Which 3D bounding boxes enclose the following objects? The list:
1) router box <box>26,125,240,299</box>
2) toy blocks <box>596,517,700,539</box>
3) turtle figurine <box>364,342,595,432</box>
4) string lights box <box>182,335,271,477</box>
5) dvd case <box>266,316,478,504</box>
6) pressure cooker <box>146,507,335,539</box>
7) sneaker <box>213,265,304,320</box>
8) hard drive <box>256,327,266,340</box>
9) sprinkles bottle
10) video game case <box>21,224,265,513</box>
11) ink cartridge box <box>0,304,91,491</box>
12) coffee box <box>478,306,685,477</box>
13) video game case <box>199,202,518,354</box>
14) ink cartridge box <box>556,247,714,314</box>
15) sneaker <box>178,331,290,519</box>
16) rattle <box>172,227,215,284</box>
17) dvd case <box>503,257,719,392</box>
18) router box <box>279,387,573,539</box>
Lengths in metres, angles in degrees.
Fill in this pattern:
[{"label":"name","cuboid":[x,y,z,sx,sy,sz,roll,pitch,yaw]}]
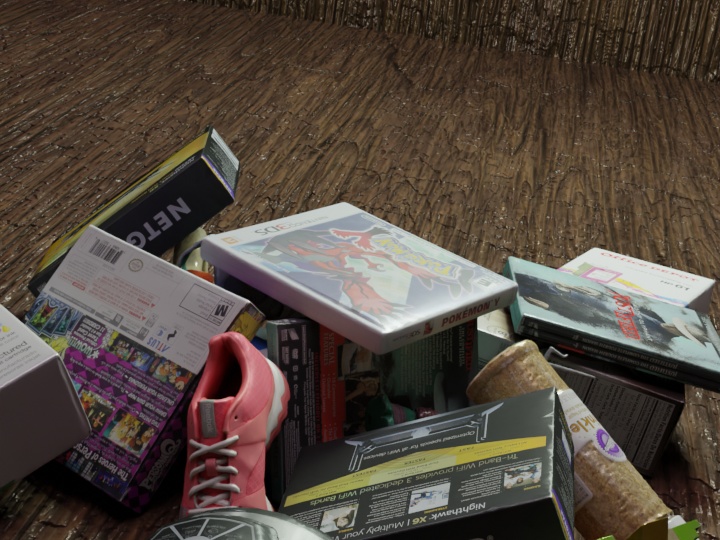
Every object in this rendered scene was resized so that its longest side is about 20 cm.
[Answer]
[{"label":"router box","cuboid":[-0.206,-0.045,1.337,0.200,0.052,0.157,-36,15,7]},{"label":"toy blocks","cuboid":[0.163,0.244,0.878,0.200,0.100,0.137,-8,57,-36]},{"label":"turtle figurine","cuboid":[0.105,0.145,1.159,0.200,0.101,0.150,-3,63,-23]},{"label":"string lights box","cuboid":[-0.145,0.089,1.199,0.200,0.103,0.059,23,26,36]},{"label":"dvd case","cuboid":[0.014,0.102,1.167,0.200,0.146,0.022,-7,9,-33]},{"label":"pressure cooker","cuboid":[-0.074,0.234,0.722,0.178,0.176,0.200,36,23,0]},{"label":"sneaker","cuboid":[-0.059,0.010,1.282,0.082,0.075,0.200,-10,-14,27]},{"label":"hard drive","cuboid":[-0.022,0.100,1.318,0.199,0.033,0.140,9,20,2]},{"label":"sprinkles bottle","cuboid":[0.164,0.147,1.076,0.068,0.068,0.200,-17,62,-50]},{"label":"video game case","cuboid":[-0.197,0.072,1.147,0.200,0.182,0.036,23,-16,37]},{"label":"ink cartridge box","cuboid":[-0.320,0.091,1.088,0.145,0.084,0.200,-32,38,-24]},{"label":"coffee box","cuboid":[0.184,0.097,1.294,0.200,0.080,0.113,19,20,4]},{"label":"video game case","cuboid":[0.000,0.000,1.188,0.200,0.023,0.182,27,28,33]},{"label":"ink cartridge box","cuboid":[0.263,0.051,1.489,0.144,0.085,0.200,17,21,26]},{"label":"sneaker","cuboid":[-0.102,0.133,1.021,0.074,0.087,0.200,-6,53,14]},{"label":"rattle","cuboid":[-0.199,0.010,1.313,0.143,0.130,0.200,20,-1,0]},{"label":"dvd case","cuboid":[0.229,0.048,1.289,0.200,0.022,0.146,18,20,-5]},{"label":"router box","cuboid":[0.045,0.158,0.986,0.200,0.052,0.157,-15,18,14]}]
